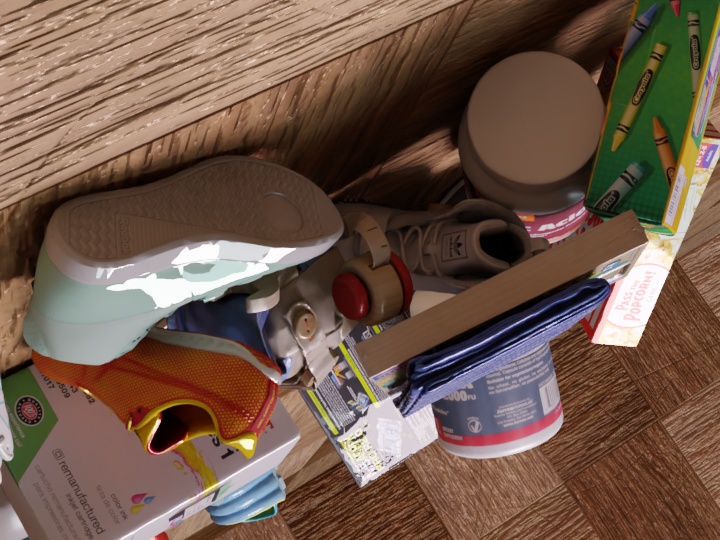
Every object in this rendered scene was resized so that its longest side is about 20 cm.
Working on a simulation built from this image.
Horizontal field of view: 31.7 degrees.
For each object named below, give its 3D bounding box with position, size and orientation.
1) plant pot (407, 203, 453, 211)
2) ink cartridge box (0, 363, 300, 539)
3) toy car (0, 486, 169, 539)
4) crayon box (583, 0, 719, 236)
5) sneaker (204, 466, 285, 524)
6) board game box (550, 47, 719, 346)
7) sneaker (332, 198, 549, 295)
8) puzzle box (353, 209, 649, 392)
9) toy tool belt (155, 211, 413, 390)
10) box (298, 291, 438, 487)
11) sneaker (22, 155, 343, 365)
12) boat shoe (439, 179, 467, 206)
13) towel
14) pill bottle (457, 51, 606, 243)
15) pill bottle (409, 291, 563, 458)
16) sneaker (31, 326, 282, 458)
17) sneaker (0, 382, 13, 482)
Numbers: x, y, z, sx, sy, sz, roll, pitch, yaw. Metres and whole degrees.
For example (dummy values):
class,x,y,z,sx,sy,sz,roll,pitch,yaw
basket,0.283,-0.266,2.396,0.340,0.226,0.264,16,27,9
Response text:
class,x,y,z,sx,sy,sz,roll,pitch,yaw
plant pot,0.000,0.000,1.077,0.200,0.028,0.200,-36,-173,5
ink cartridge box,-0.167,0.119,0.945,0.200,0.145,0.084,-27,167,-27
toy car,-0.238,0.199,1.078,0.200,0.150,0.175,-30,169,-14
crayon box,0.214,-0.129,0.885,0.119,0.058,0.200,7,98,-72
sneaker,-0.107,0.143,1.110,0.079,0.131,0.200,-19,-156,24
board game box,0.220,-0.061,1.059,0.046,0.152,0.200,5,123,-15
sneaker,0.038,-0.019,0.926,0.199,0.075,0.115,4,174,-12
puzzle box,0.095,0.025,0.860,0.200,0.025,0.133,-26,168,2
toy tool belt,-0.069,0.032,0.853,0.123,0.125,0.200,-23,-170,-35
box,0.016,0.090,1.230,0.160,0.200,0.044,-32,-154,-4
sneaker,-0.111,-0.003,0.767,0.200,0.074,0.118,-11,151,-38
boat shoe,0.142,-0.080,1.177,0.200,0.057,0.067,-41,166,34
towel,0.090,0.055,0.879,0.145,0.024,0.200,-26,171,-6
pill bottle,0.132,-0.090,0.967,0.114,0.114,0.200,-33,169,1
pill bottle,0.110,0.058,1.159,0.119,0.200,0.120,-13,-167,3
sneaker,-0.144,0.073,0.812,0.073,0.200,0.077,44,60,-48
sneaker,-0.243,0.086,0.778,0.070,0.080,0.200,-26,166,-21
